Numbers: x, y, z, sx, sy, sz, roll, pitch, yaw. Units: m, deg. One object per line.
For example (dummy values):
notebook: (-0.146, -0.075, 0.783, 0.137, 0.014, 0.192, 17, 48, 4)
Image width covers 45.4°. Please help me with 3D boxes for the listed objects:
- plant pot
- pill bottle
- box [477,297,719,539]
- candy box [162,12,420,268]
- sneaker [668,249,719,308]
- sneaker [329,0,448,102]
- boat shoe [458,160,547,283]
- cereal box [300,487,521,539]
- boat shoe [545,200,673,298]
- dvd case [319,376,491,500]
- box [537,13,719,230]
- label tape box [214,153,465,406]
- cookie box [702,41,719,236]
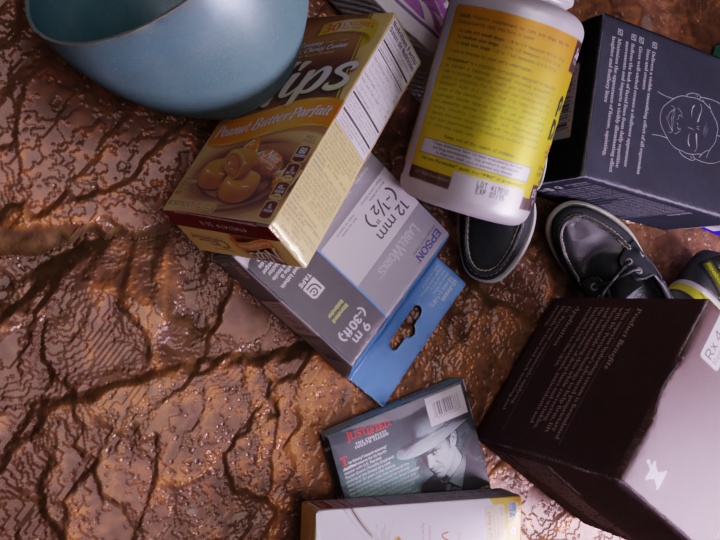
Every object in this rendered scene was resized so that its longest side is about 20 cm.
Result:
plant pot: (-0.116, -0.189, 0.619, 0.201, 0.199, 0.135, -55, 142, -15)
pill bottle: (0.106, -0.145, 0.673, 0.108, 0.109, 0.202, 11, 101, -24)
box: (0.245, 0.136, 0.757, 0.164, 0.200, 0.167, 40, 74, -19)
candy box: (-0.049, -0.104, 0.651, 0.055, 0.114, 0.201, 51, 58, -45)
sneaker: (0.405, 0.057, 0.902, 0.200, 0.074, 0.085, 41, 73, -19)
sneaker: (0.062, -0.230, 0.751, 0.201, 0.072, 0.115, 46, 66, -19)
boat shoe: (0.126, -0.088, 0.759, 0.075, 0.060, 0.203, 11, 92, 17)
cereal box: (0.044, 0.264, 0.726, 0.198, 0.039, 0.146, 2, 89, -25)
boat shoe: (0.252, 0.017, 0.825, 0.074, 0.066, 0.200, -35, 112, 11)
dvd case: (0.054, 0.214, 0.765, 0.145, 0.022, 0.202, -19, 98, -24)
box: (0.265, -0.133, 0.822, 0.198, 0.107, 0.150, 12, 84, -23)
label tape box: (0.000, 0.000, 0.720, 0.200, 0.066, 0.144, 43, 73, -16)
cookie box: (0.444, -0.129, 0.923, 0.169, 0.075, 0.202, 18, 81, -23)
